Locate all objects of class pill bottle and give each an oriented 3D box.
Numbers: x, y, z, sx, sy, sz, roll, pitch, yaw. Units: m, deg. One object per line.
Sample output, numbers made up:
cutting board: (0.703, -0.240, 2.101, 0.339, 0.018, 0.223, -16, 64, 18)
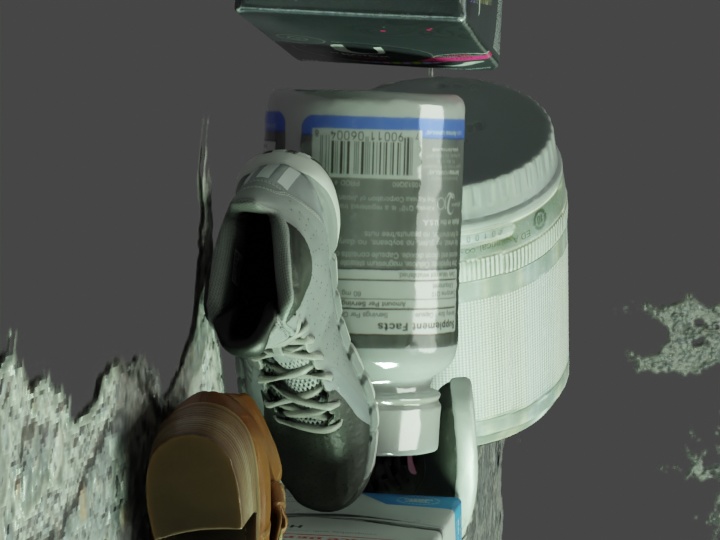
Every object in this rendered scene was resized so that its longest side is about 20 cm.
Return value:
pill bottle: (0.000, 0.000, 1.515, 0.114, 0.113, 0.201, -20, 112, -81)

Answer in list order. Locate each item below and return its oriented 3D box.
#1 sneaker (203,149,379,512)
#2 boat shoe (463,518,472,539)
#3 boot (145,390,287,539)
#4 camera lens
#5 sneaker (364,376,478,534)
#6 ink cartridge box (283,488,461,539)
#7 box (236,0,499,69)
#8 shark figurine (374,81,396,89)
sneaker: (-0.046, 0.046, 1.406, 0.116, 0.075, 0.201, -50, 131, -69)
boat shoe: (0.053, 0.196, 2.077, 0.072, 0.065, 0.200, 80, 14, -55)
boot: (-0.070, 0.156, 1.273, 0.155, 0.076, 0.201, -48, 132, -83)
camera lens: (0.051, 0.000, 1.701, 0.160, 0.159, 0.201, -75, 164, -57)
sneaker: (0.010, 0.129, 1.608, 0.200, 0.099, 0.071, 108, -16, -52)
ink cartridge box: (-0.011, 0.170, 1.472, 0.200, 0.115, 0.067, -35, 126, -80)
box: (0.011, -0.174, 1.462, 0.200, 0.122, 0.106, 19, 74, -81)
shark figurine: (0.042, -0.094, 1.875, 0.215, 0.089, 0.129, 77, 16, -67)
